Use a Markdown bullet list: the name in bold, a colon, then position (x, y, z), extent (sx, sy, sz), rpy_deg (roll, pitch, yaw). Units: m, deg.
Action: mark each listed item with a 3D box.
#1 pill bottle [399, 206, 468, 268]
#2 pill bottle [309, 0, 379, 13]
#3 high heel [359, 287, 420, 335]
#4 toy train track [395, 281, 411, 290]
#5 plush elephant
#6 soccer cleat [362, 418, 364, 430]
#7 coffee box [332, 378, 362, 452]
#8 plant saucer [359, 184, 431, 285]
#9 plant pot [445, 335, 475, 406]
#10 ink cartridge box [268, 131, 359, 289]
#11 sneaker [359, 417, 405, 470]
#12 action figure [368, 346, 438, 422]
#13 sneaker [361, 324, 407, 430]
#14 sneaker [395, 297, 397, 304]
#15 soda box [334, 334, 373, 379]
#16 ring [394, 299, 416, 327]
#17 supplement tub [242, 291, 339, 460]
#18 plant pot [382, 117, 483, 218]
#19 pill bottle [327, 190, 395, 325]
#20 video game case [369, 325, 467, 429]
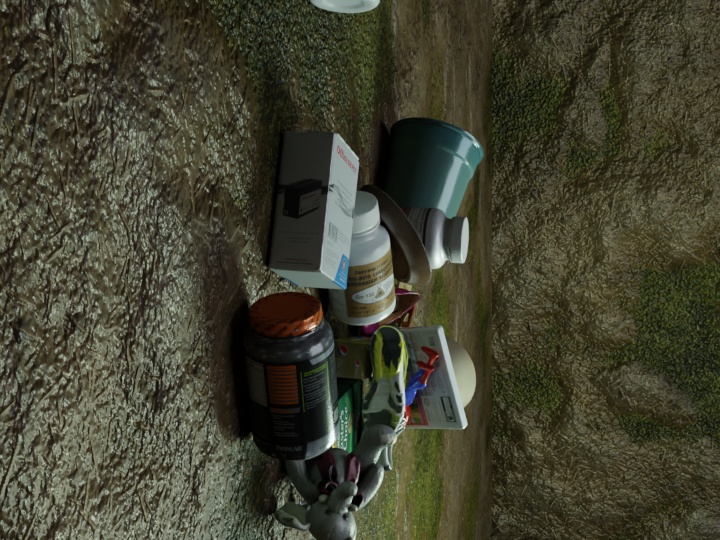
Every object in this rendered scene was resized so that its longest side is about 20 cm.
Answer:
- **pill bottle**: position (0.097, -0.061, 1.866), extent (0.113, 0.198, 0.114), rpy_deg (4, 90, -75)
- **pill bottle**: position (-0.019, -0.498, 1.498), extent (0.112, 0.111, 0.203), rpy_deg (12, 81, -75)
- **high heel**: position (0.052, 0.071, 1.910), extent (0.200, 0.095, 0.068), rpy_deg (-52, 127, -71)
- **toy train track**: position (0.067, -0.011, 2.104), extent (0.200, 0.032, 0.116), rpy_deg (60, 43, -55)
- **plush elephant**: position (-0.040, 0.334, 1.495), extent (0.155, 0.163, 0.202), rpy_deg (-113, -138, -63)
- **soccer cleat**: position (0.014, 0.332, 1.897), extent (0.200, 0.067, 0.082), rpy_deg (-58, 150, -67)
- **coffee box**: position (-0.040, 0.263, 1.712), extent (0.200, 0.043, 0.125), rpy_deg (-26, 119, -74)
- **plant saucer**: position (0.048, -0.053, 1.714), extent (0.032, 0.200, 0.201), rpy_deg (-34, 143, -16)
- **plant pot**: position (0.125, 0.252, 2.134), extent (0.200, 0.185, 0.190), rpy_deg (-26, 119, -59)
- **ink cartridge box**: position (-0.065, -0.085, 1.462), extent (0.145, 0.083, 0.202), rpy_deg (38, 56, -72)
- **sneaker**: position (0.049, 0.259, 1.792), extent (0.073, 0.070, 0.202), rpy_deg (33, 69, -76)
- **action figure**: position (0.067, 0.220, 1.869), extent (0.065, 0.098, 0.201), rpy_deg (-62, 173, -52)
- **sneaker**: position (0.053, 0.189, 1.733), extent (0.085, 0.074, 0.202), rpy_deg (-29, 128, -70)
- **sneaker**: position (0.000, 0.000, 1.804), extent (0.200, 0.070, 0.090), rpy_deg (56, 6, -50)
- **soda box**: position (0.002, 0.154, 1.806), extent (0.200, 0.067, 0.065), rpy_deg (1, 93, -75)
- **ring**: position (0.071, 0.146, 2.035), extent (0.200, 0.019, 0.202), rpy_deg (-160, -90, -87)
- **supplement tub**: position (-0.092, 0.138, 1.332), extent (0.123, 0.121, 0.202), rpy_deg (-57, 148, -62)
- **plant pot**: position (0.130, -0.172, 2.020), extent (0.200, 0.198, 0.198), rpy_deg (61, 43, -64)
- **pill bottle**: position (-0.005, -0.021, 1.647), extent (0.115, 0.113, 0.202), rpy_deg (-65, 153, -54)
- **video game case**: position (0.102, 0.205, 1.907), extent (0.023, 0.181, 0.202), rpy_deg (-28, 107, -49)
